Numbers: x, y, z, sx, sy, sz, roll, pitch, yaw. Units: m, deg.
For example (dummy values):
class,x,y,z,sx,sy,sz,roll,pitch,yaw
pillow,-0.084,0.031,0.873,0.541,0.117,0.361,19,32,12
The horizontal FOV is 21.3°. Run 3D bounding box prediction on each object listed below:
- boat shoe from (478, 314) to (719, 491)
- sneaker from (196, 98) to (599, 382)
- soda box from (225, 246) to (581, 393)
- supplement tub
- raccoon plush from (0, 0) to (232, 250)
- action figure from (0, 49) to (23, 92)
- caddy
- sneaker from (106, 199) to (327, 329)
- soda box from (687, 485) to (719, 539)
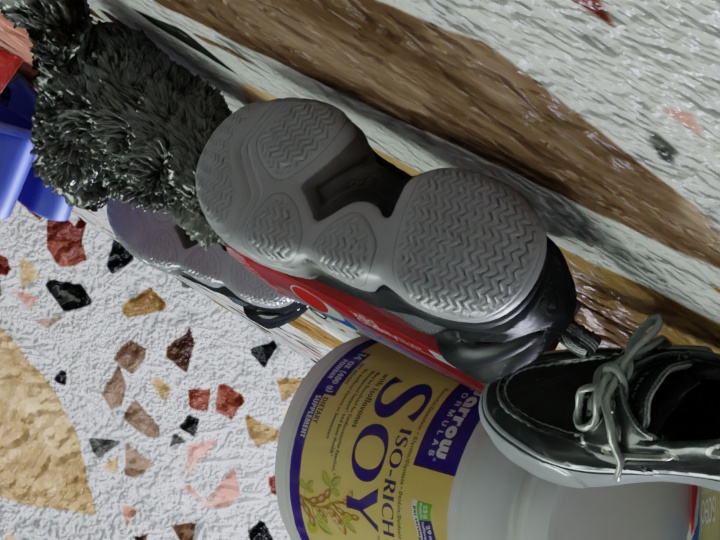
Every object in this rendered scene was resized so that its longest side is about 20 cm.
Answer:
class,x,y,z,sx,sy,sz,roll,pitch,yaw
boat shoe,0.133,0.063,0.872,0.198,0.074,0.068,13,154,39
sneaker,0.016,-0.007,0.858,0.199,0.076,0.114,23,167,41
soda box,0.017,0.001,1.021,0.199,0.070,0.063,25,170,44
supplement tub,0.065,0.119,1.050,0.199,0.146,0.145,10,161,45
raccoon plush,-0.104,-0.074,0.970,0.133,0.097,0.200,20,169,26
action figure,-0.344,-0.192,1.401,0.199,0.052,0.065,36,177,-15
caddy,-0.297,-0.116,1.519,0.199,0.106,0.141,27,-163,33
sneaker,-0.113,-0.009,1.562,0.199,0.076,0.114,26,169,27
soda box,0.206,0.122,0.981,0.063,0.068,0.200,1,171,4
